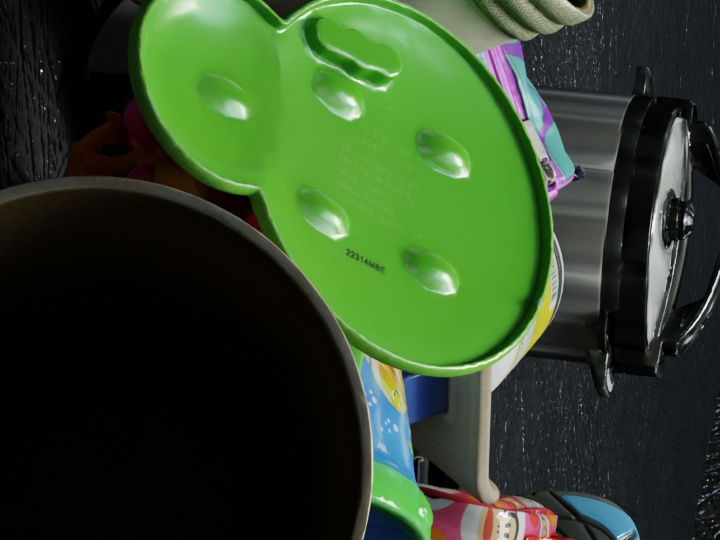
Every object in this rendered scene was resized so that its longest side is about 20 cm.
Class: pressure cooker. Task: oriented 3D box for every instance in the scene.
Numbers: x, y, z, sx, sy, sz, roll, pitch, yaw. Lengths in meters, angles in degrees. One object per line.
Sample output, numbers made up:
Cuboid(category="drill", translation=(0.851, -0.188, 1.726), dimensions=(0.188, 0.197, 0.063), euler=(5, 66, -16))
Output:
Cuboid(category="pressure cooker", translation=(0.133, -0.026, 1.840), dimensions=(0.179, 0.199, 0.176), euler=(-64, 156, -56))

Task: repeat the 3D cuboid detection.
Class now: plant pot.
Cuboid(category="plant pot", translation=(-0.091, 0.080, 1.041), dimensions=(0.200, 0.186, 0.187), euler=(99, 0, -79))

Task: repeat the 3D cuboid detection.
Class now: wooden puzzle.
Cuboid(category="wooden puzzle", translation=(0.000, 0.000, 1.440), dimensions=(0.046, 0.185, 0.200), euler=(-21, 125, -26))

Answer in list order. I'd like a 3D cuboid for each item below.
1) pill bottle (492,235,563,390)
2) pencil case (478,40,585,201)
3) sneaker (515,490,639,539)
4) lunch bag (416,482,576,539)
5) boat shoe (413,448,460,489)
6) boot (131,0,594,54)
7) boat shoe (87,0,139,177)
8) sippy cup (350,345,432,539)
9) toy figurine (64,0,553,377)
Cuboid(category="pill bottle", translation=(0.044, 0.018, 1.667), dimensions=(0.200, 0.114, 0.115), euler=(-37, 132, -72))
Cuboid(category="pencil case", translation=(0.050, -0.120, 1.564), dimensions=(0.085, 0.092, 0.200), euler=(-33, 109, -36))
Cuboid(category="sneaker", translation=(0.067, 0.184, 1.719), dimensions=(0.082, 0.199, 0.073), euler=(67, 5, -74))
Cuboid(category="lunch bag", translation=(0.034, 0.146, 1.551), dimensions=(0.200, 0.176, 0.082), euler=(24, 73, -76))
Cuboid(category="boat shoe", translation=(0.033, 0.127, 1.791), dimensions=(0.200, 0.062, 0.075), euler=(-46, 138, -71))
Cuboid(category="boot", translation=(-0.018, -0.141, 1.125), dimensions=(0.200, 0.154, 0.072), euler=(48, 35, -33))
Cuboid(category="boat shoe", translation=(-0.064, -0.097, 1.273), dimensions=(0.200, 0.074, 0.093), euler=(-56, 157, -46))
Cuboid(category="sippy cup", translation=(-0.034, 0.068, 1.350), dimensions=(0.140, 0.178, 0.131), euler=(29, 51, -42))
Cuboid(category="toy figurine", translation=(-0.060, -0.014, 1.126), dimensions=(0.200, 0.184, 0.151), euler=(26, 55, -32))
